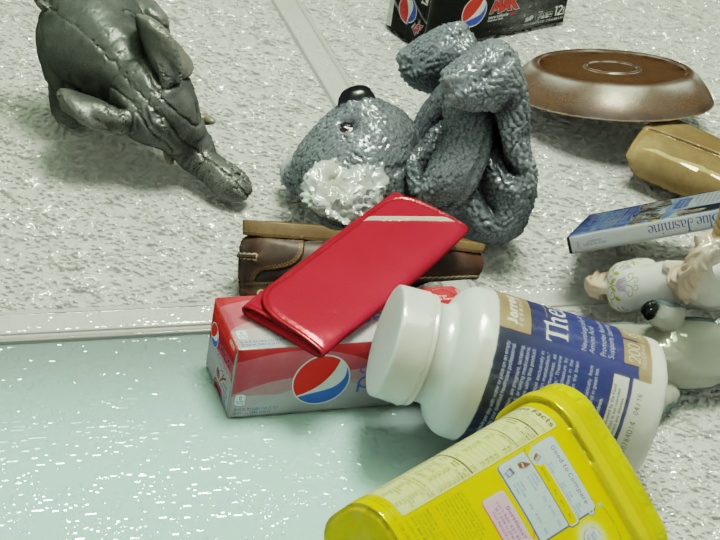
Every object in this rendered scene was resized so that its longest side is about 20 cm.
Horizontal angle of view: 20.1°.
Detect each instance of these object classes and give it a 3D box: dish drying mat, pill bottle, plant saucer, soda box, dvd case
[{"bbox_3d":[-0.001,-0.002,1.529,0.076,0.018,0.200,29,41,22],"label":"dish drying mat"},{"bbox_3d":[0.110,0.076,1.459,0.198,0.112,0.111,16,31,-11],"label":"pill bottle"},{"bbox_3d":[0.241,-0.182,1.950,0.198,0.032,0.200,2,18,-1],"label":"plant saucer"},{"bbox_3d":[0.124,-0.283,2.079,0.199,0.071,0.063,-16,41,-36],"label":"soda box"},{"bbox_3d":[-0.011,0.059,1.521,0.198,0.064,0.070,-4,35,-21],"label":"soda box"},{"bbox_3d":[0.279,-0.048,1.698,0.198,0.018,0.143,-11,6,16],"label":"dvd case"}]

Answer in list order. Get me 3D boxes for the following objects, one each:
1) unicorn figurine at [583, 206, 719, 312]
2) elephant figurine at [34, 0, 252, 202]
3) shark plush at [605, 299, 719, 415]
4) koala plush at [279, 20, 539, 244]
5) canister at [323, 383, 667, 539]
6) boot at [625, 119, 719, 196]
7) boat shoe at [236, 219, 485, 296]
[{"bbox_3d":[0.260,0.005,1.614,0.137,0.199,0.075,4,70,-45],"label":"unicorn figurine"},{"bbox_3d":[-0.187,-0.157,1.723,0.154,0.143,0.200,-4,31,-32],"label":"elephant figurine"},{"bbox_3d":[0.264,0.053,1.617,0.199,0.092,0.083,-13,9,-26],"label":"shark plush"},{"bbox_3d":[0.033,-0.091,1.696,0.198,0.185,0.177,-15,16,-11],"label":"koala plush"},{"bbox_3d":[0.088,0.176,1.314,0.199,0.086,0.149,-24,80,-40],"label":"canister"},{"bbox_3d":[0.326,-0.065,1.821,0.199,0.067,0.175,26,26,23],"label":"boot"},{"bbox_3d":[0.000,0.000,1.616,0.198,0.071,0.070,3,-1,-6],"label":"boat shoe"}]
